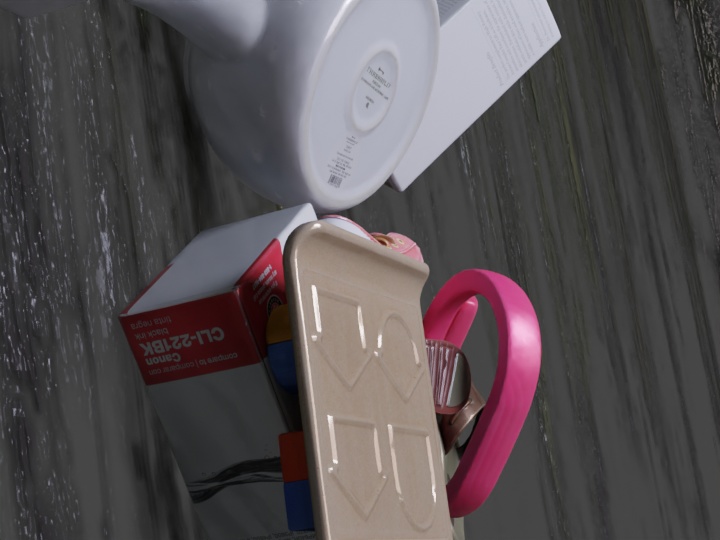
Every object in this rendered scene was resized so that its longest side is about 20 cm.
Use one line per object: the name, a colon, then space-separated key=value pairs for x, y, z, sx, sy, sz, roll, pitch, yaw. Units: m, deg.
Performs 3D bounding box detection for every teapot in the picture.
teapot: x=-0.047 y=-0.140 z=1.041 sx=0.197 sy=0.146 sz=0.200 roll=-44 pitch=145 yaw=-38

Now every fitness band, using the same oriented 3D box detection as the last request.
fitness band: x=0.078 y=0.095 z=1.205 sx=0.144 sy=0.037 sz=0.200 roll=-120 pitch=-135 yaw=-56

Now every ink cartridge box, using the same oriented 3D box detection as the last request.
ink cartridge box: x=-0.053 y=0.081 z=0.960 sx=0.144 sy=0.084 sz=0.200 roll=-55 pitch=128 yaw=-63

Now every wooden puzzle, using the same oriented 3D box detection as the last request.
wooden puzzle: x=-0.003 y=0.084 z=0.914 sx=0.185 sy=0.046 sz=0.200 roll=20 pitch=65 yaw=-64

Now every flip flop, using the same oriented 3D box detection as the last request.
flip flop: x=0.082 y=0.139 z=1.315 sx=0.081 sy=0.057 sz=0.200 roll=48 pitch=35 yaw=-52

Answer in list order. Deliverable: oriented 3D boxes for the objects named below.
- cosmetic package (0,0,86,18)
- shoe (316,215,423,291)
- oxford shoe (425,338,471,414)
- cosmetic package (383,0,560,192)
cosmetic package: x=-0.138 y=-0.244 z=0.768 sx=0.165 sy=0.200 sz=0.165 roll=21 pitch=60 yaw=-66
shoe: x=0.000 y=0.000 z=1.178 sx=0.200 sy=0.071 sz=0.091 roll=60 pitch=24 yaw=-50
oxford shoe: x=-0.010 y=0.070 z=1.115 sx=0.200 sy=0.075 sz=0.071 roll=23 pitch=68 yaw=-42
cosmetic package: x=0.062 y=-0.172 z=1.274 sx=0.074 sy=0.200 sz=0.102 roll=34 pitch=-19 yaw=47
